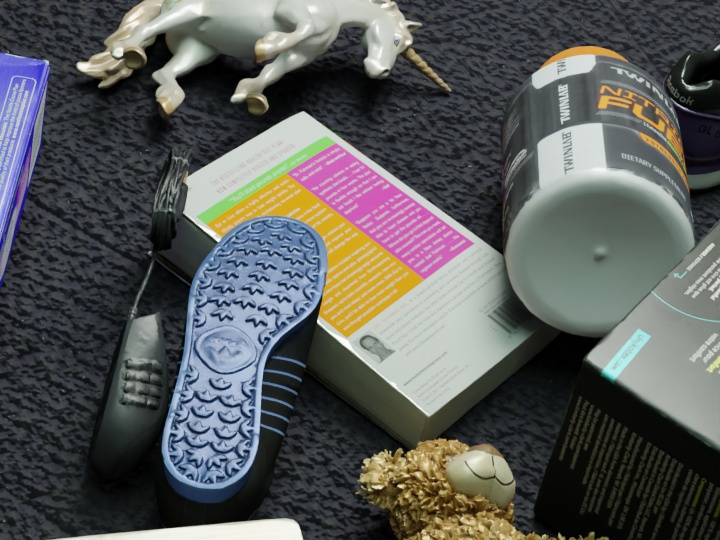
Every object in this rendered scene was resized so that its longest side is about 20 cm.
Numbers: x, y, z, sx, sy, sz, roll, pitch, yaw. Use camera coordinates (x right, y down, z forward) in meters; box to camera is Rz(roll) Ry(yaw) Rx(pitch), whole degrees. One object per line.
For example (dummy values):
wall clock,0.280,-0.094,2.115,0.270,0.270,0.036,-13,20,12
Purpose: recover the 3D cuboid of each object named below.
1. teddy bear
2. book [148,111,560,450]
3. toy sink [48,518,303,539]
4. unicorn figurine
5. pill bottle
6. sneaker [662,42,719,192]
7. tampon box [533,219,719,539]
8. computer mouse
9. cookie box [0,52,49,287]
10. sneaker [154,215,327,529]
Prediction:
teddy bear,0.069,0.162,1.475,0.145,0.067,0.200,8,46,-8
book,0.000,0.000,1.634,0.200,0.048,0.134,37,48,20
toy sink,-0.121,0.204,1.347,0.199,0.131,0.112,-3,47,-17
unicorn figurine,-0.056,-0.136,1.729,0.199,0.074,0.137,18,34,13
pill bottle,0.132,-0.055,1.658,0.106,0.107,0.200,9,29,-4
sneaker,0.261,-0.116,1.774,0.200,0.088,0.076,-24,56,-32
tampon box,0.221,0.101,1.526,0.200,0.126,0.150,34,49,18
computer mouse,-0.108,0.021,1.555,0.034,0.059,0.201,15,63,-7
cookie box,-0.285,-0.055,1.600,0.199,0.075,0.171,12,45,-2
sneaker,-0.067,0.061,1.531,0.070,0.078,0.200,16,48,4
